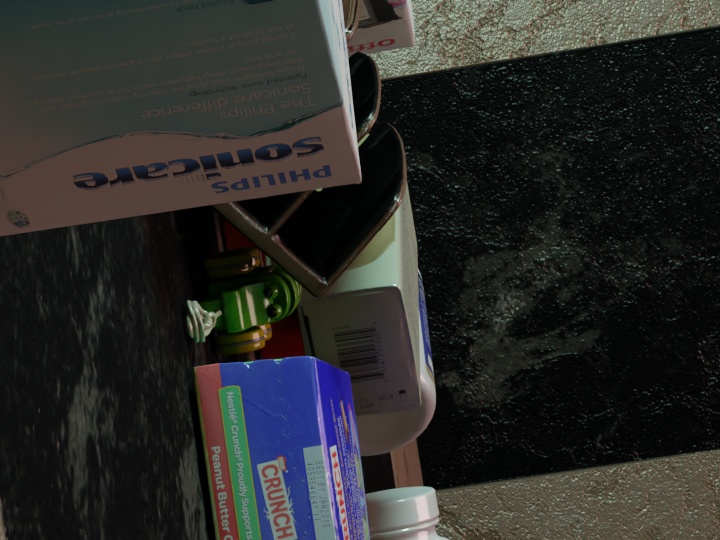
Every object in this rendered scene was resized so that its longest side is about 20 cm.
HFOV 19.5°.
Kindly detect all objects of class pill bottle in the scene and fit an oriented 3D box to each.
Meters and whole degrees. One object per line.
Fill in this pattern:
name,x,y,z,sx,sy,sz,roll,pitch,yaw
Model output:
pill bottle,0.039,0.293,1.811,0.111,0.111,0.201,-34,115,-86
pill bottle,-0.001,0.044,1.734,0.201,0.115,0.116,-94,174,-47

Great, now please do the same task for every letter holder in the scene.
letter holder,-0.018,-0.093,1.303,0.100,0.142,0.200,41,11,-13

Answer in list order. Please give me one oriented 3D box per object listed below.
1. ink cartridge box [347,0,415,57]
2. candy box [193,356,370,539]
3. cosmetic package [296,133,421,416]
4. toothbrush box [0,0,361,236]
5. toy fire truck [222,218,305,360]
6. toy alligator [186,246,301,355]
ink cartridge box,-0.042,-0.220,1.482,0.200,0.147,0.086,67,15,-71
candy box,-0.040,0.141,1.254,0.200,0.076,0.170,58,25,-83
cosmetic package,0.000,0.000,1.448,0.200,0.071,0.106,-89,170,-58
toothbrush box,-0.085,-0.099,0.616,0.200,0.145,0.086,73,9,-59
toy fire truck,-0.057,-0.008,1.512,0.200,0.048,0.142,-85,166,-72
toy alligator,-0.066,0.019,1.282,0.200,0.054,0.060,-59,140,-84
